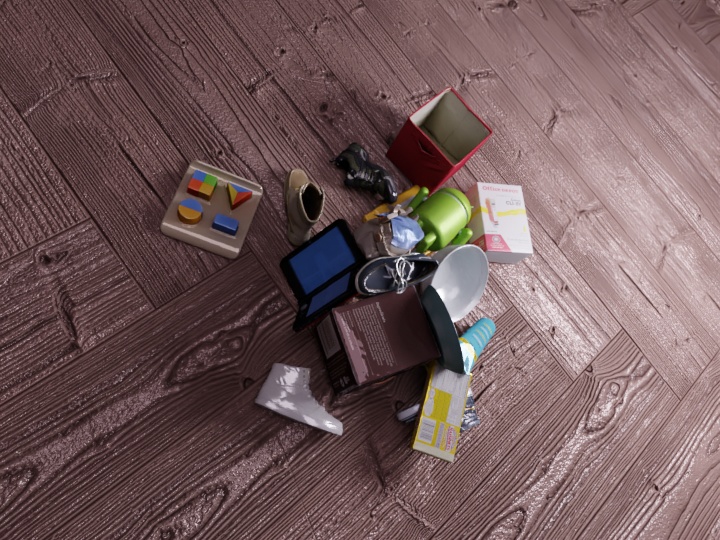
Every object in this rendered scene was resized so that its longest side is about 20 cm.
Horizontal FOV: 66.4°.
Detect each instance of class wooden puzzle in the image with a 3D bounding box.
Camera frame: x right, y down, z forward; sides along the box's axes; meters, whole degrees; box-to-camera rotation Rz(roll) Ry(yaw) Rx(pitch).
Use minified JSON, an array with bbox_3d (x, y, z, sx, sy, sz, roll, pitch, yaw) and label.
[{"bbox_3d":[-0.339,-0.148,1.272,0.184,0.046,0.202,21,65,-11],"label":"wooden puzzle"}]

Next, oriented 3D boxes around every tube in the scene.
[{"bbox_3d":[0.266,0.173,1.309,0.078,0.050,0.200,51,37,5],"label":"tube"}]

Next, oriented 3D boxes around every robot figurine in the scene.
[{"bbox_3d":[0.197,-0.128,1.375,0.175,0.116,0.200,43,64,10],"label":"robot figurine"}]

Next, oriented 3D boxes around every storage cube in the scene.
[{"bbox_3d":[0.201,-0.333,1.451,0.171,0.180,0.200,47,64,3],"label":"storage cube"}]

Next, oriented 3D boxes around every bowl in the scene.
[{"bbox_3d":[0.214,0.019,1.352,0.200,0.090,0.203,-16,120,-30],"label":"bowl"}]

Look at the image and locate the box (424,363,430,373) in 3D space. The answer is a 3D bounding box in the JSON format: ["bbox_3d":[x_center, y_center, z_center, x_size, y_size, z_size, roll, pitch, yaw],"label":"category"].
[{"bbox_3d":[0.169,0.187,1.306,0.050,0.075,0.201,-24,80,-25],"label":"box"}]

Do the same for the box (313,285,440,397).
[{"bbox_3d":[0.030,0.153,1.183,0.198,0.166,0.166,-15,75,-23],"label":"box"}]

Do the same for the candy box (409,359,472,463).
[{"bbox_3d":[0.179,0.307,1.213,0.102,0.026,0.202,24,68,-16],"label":"candy box"}]

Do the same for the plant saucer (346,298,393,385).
[{"bbox_3d":[0.017,0.167,1.284,0.198,0.032,0.202,6,69,-16],"label":"plant saucer"}]

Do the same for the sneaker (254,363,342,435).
[{"bbox_3d":[-0.113,0.269,1.178,0.199,0.074,0.116,26,67,-7],"label":"sneaker"}]

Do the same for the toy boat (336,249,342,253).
[{"bbox_3d":[0.000,0.000,1.307,0.199,0.131,0.131,32,93,-5],"label":"toy boat"}]

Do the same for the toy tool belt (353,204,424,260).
[{"bbox_3d":[0.087,-0.086,1.227,0.199,0.123,0.125,-6,58,-51],"label":"toy tool belt"}]

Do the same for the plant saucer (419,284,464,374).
[{"bbox_3d":[0.166,0.131,1.184,0.036,0.200,0.202,-18,76,-6],"label":"plant saucer"}]

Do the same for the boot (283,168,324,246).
[{"bbox_3d":[-0.132,-0.175,1.291,0.071,0.155,0.202,2,70,-18],"label":"boot"}]

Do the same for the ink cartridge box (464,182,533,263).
[{"bbox_3d":[0.369,-0.129,1.485,0.144,0.083,0.202,2,70,-18],"label":"ink cartridge box"}]

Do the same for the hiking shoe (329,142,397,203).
[{"bbox_3d":[0.009,-0.232,1.412,0.100,0.076,0.200,-36,72,-18],"label":"hiking shoe"}]

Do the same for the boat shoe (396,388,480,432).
[{"bbox_3d":[0.184,0.336,1.255,0.198,0.071,0.092,-11,73,-23],"label":"boat shoe"}]

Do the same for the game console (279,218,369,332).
[{"bbox_3d":[-0.090,0.009,1.204,0.119,0.199,0.173,50,21,-18],"label":"game console"}]

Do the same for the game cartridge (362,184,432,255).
[{"bbox_3d":[0.123,-0.108,1.423,0.199,0.032,0.177,-33,83,-27],"label":"game cartridge"}]

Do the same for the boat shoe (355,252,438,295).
[{"bbox_3d":[0.079,0.008,1.139,0.199,0.062,0.076,-11,102,-37],"label":"boat shoe"}]
